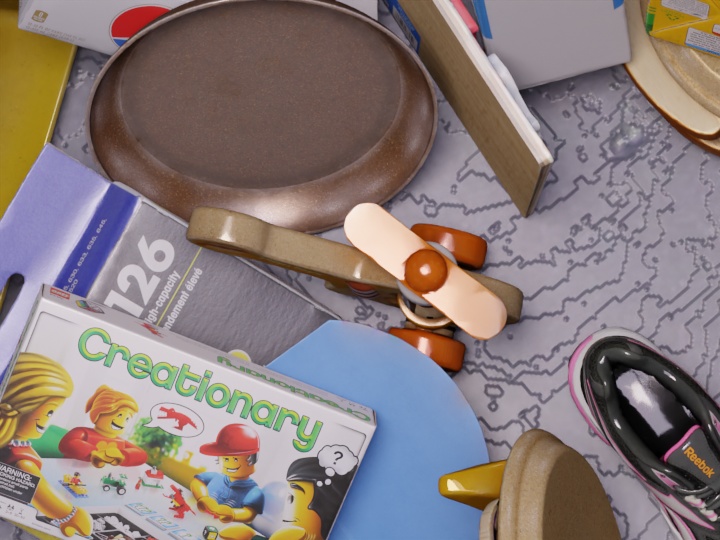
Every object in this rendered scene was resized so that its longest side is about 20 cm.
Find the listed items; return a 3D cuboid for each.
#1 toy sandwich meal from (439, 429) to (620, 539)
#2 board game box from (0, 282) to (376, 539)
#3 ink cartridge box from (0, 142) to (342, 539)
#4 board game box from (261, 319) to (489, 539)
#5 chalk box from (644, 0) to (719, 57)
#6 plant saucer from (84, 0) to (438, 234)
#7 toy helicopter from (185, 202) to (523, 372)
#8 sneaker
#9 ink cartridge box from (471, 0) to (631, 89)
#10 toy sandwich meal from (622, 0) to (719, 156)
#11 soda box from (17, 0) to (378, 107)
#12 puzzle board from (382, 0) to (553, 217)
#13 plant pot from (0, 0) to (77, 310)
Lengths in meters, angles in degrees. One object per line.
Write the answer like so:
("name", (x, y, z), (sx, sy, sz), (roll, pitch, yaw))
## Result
("toy sandwich meal", (0.094, 0.183, 1.570), (0.070, 0.205, 0.206), (-11, 83, 20))
("board game box", (-0.106, 0.102, 1.596), (0.199, 0.035, 0.127), (21, 103, -9))
("ink cartridge box", (-0.140, 0.062, 1.645), (0.199, 0.047, 0.198), (31, 88, -20))
("board game box", (-0.025, 0.122, 1.647), (0.200, 0.039, 0.158), (-36, 105, 6))
("chalk box", (0.246, -0.220, 1.587), (0.124, 0.124, 0.201), (20, 74, 8))
("plant saucer", (-0.056, -0.093, 1.634), (0.199, 0.201, 0.032), (-8, 51, 4))
("toy helicopter", (0.000, 0.000, 1.606), (0.199, 0.132, 0.079), (15, 85, -21))
("sneaker", (0.191, 0.115, 1.628), (0.200, 0.086, 0.080), (41, 90, 6))
("ink cartridge box", (0.085, -0.224, 1.616), (0.084, 0.146, 0.201), (-14, 65, 4))
("toy sandwich meal", (0.245, -0.152, 1.666), (0.204, 0.070, 0.206), (0, 73, 1))
("soda box", (-0.091, -0.153, 1.639), (0.199, 0.064, 0.068), (15, 52, -21))
("puzzle board", (0.049, -0.130, 1.634), (0.017, 0.151, 0.201), (-31, 82, -5))
("plant pot", (-0.301, -0.090, 1.643), (0.176, 0.200, 0.201), (14, 85, 21))
